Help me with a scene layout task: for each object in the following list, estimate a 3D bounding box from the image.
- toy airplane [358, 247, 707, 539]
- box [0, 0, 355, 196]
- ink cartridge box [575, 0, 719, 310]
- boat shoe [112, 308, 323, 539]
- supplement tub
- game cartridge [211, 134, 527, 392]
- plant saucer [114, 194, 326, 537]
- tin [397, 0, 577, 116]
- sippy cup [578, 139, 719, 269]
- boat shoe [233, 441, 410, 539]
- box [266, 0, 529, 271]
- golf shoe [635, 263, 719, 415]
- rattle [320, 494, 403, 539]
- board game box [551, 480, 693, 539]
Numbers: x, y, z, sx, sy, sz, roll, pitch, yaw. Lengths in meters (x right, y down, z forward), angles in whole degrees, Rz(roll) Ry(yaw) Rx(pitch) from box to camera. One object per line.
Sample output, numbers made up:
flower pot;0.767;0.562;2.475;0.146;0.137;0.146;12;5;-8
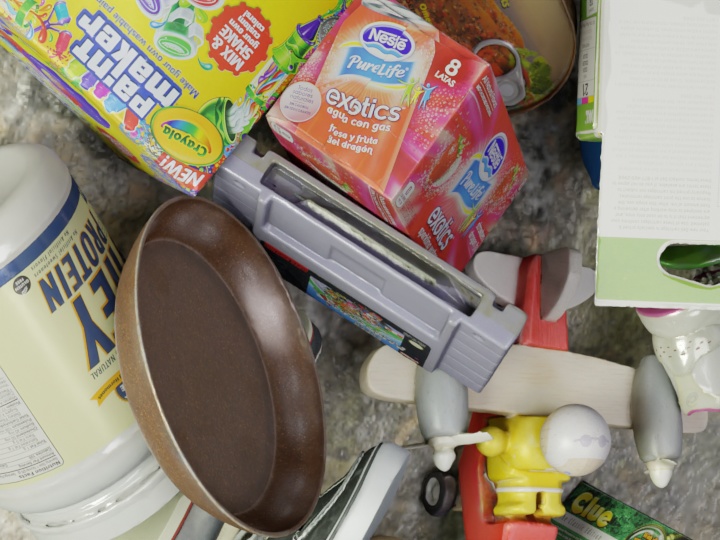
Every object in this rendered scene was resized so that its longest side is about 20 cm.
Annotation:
toy airplane;0.117;0.083;1.625;0.200;0.141;0.200;-37;115;-15
box;-0.121;-0.186;1.453;0.200;0.122;0.193;43;82;-28
ink cartridge box;0.206;-0.078;1.551;0.146;0.076;0.202;2;92;-6
boat shoe;-0.080;0.116;1.573;0.062;0.071;0.201;35;87;-35
supplement tub;-0.186;0.045;1.459;0.145;0.145;0.201;-38;116;-14
game cartridge;0.000;0.000;1.509;0.199;0.130;0.039;32;71;4
plant saucer;-0.083;0.057;1.451;0.034;0.201;0.201;-19;117;23
tin;0.064;-0.184;1.555;0.042;0.111;0.201;-71;143;-49
sippy cup;0.213;-0.099;1.647;0.129;0.140;0.179;0;76;-17
boat shoe;-0.041;0.172;1.562;0.068;0.074;0.200;35;121;4
box;0.027;-0.072;1.509;0.100;0.095;0.200;-54;162;-8
golf shoe;0.253;0.037;1.695;0.199;0.075;0.092;-19;96;-48
rattle;0.015;0.240;1.597;0.200;0.130;0.143;52;38;-28
board game box;0.166;0.206;1.646;0.105;0.200;0.023;-49;118;-8
